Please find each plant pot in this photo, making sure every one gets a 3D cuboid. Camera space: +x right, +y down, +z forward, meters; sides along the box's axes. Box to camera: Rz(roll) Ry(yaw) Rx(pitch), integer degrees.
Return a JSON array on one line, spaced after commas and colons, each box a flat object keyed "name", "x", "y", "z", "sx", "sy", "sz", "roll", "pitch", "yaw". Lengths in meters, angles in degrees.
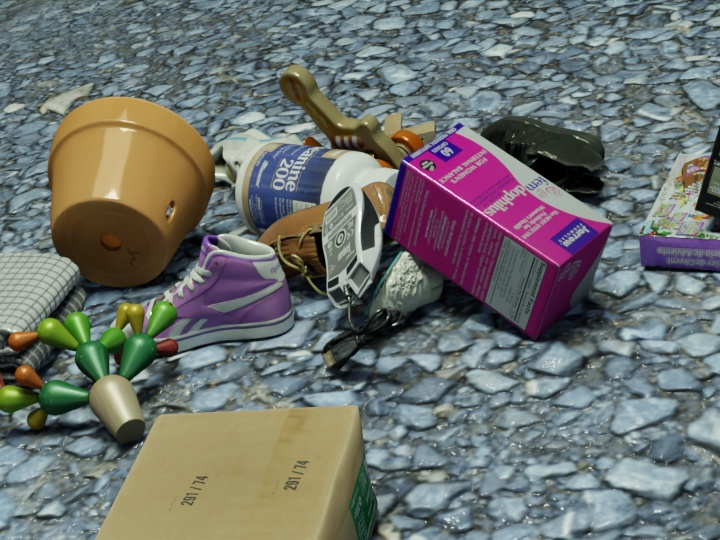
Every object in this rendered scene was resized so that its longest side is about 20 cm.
[{"name": "plant pot", "x": -0.275, "y": -0.078, "z": 1.638, "sx": 0.197, "sy": 0.202, "sz": 0.141, "roll": -5, "pitch": 43, "yaw": 12}]

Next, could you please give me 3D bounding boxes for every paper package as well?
[{"name": "paper package", "x": -0.092, "y": 0.204, "z": 1.097, "sx": 0.188, "sy": 0.105, "sz": 0.201, "roll": -4, "pitch": 27, "yaw": 12}]

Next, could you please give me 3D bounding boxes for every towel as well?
[{"name": "towel", "x": -0.414, "y": 0.058, "z": 1.535, "sx": 0.197, "sy": 0.087, "sz": 0.166, "roll": -1, "pitch": 30, "yaw": 16}]

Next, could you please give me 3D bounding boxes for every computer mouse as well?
[{"name": "computer mouse", "x": 0.000, "y": 0.000, "z": 1.408, "sx": 0.043, "sy": 0.110, "sz": 0.202, "roll": 21, "pitch": 48, "yaw": -28}]

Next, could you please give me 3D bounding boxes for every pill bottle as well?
[{"name": "pill bottle", "x": -0.038, "y": -0.083, "z": 1.621, "sx": 0.198, "sy": 0.112, "sz": 0.111, "roll": 10, "pitch": 34, "yaw": 36}]

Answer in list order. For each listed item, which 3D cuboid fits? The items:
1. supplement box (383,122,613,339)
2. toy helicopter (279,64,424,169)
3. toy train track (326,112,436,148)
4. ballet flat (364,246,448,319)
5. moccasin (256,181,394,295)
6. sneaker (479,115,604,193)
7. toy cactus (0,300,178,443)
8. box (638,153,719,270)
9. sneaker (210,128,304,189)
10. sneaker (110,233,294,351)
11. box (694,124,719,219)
[{"name": "supplement box", "x": 0.134, "y": -0.041, "z": 1.407, "sx": 0.199, "sy": 0.104, "sz": 0.101, "roll": 36, "pitch": 47, "yaw": 22}, {"name": "toy helicopter", "x": -0.026, "y": -0.161, "z": 1.696, "sx": 0.079, "sy": 0.200, "sz": 0.132, "roll": -48, "pitch": 9, "yaw": -34}, {"name": "toy train track", "x": 0.004, "y": -0.150, "z": 1.830, "sx": 0.197, "sy": 0.033, "sz": 0.115, "roll": -12, "pitch": 33, "yaw": 12}, {"name": "ballet flat", "x": 0.064, "y": -0.003, "z": 1.485, "sx": 0.071, "sy": 0.073, "sz": 0.201, "roll": 0, "pitch": 30, "yaw": 21}, {"name": "moccasin", "x": -0.040, "y": -0.024, "z": 1.523, "sx": 0.199, "sy": 0.074, "sz": 0.079, "roll": -18, "pitch": 49, "yaw": 25}, {"name": "sneaker", "x": 0.210, "y": -0.133, "z": 1.676, "sx": 0.198, "sy": 0.061, "sz": 0.104, "roll": 12, "pitch": 30, "yaw": 32}, {"name": "toy cactus", "x": -0.258, "y": 0.108, "z": 1.388, "sx": 0.198, "sy": 0.103, "sz": 0.165, "roll": -20, "pitch": 47, "yaw": -21}, {"name": "box", "x": 0.382, "y": -0.064, "z": 1.495, "sx": 0.135, "sy": 0.040, "sz": 0.200, "roll": 3, "pitch": 30, "yaw": 25}, {"name": "sneaker", "x": -0.123, "y": -0.130, "z": 1.792, "sx": 0.080, "sy": 0.078, "sz": 0.199, "roll": -25, "pitch": 21, "yaw": -27}, {"name": "sneaker", "x": -0.175, "y": 0.017, "z": 1.480, "sx": 0.197, "sy": 0.116, "sz": 0.073, "roll": -11, "pitch": 28, "yaw": 4}, {"name": "box", "x": 0.444, "y": -0.108, "z": 1.360, "sx": 0.198, "sy": 0.166, "sz": 0.086, "roll": 23, "pitch": 37, "yaw": 20}]
